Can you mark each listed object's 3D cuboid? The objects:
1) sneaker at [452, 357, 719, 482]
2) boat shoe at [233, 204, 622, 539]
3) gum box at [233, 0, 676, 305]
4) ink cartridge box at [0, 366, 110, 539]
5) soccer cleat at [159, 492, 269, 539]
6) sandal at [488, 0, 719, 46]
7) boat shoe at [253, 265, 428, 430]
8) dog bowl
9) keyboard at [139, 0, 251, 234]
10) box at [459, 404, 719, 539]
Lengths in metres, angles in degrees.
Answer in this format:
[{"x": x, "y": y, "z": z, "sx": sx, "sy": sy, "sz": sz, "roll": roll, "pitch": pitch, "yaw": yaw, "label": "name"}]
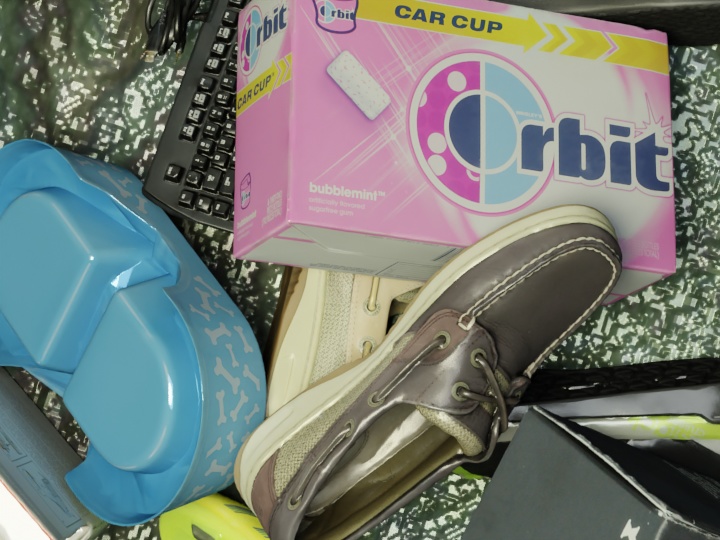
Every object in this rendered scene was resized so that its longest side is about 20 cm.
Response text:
[{"x": 0.098, "y": 0.091, "z": 1.276, "sx": 0.199, "sy": 0.072, "sz": 0.083, "roll": -3, "pitch": 103, "yaw": 10, "label": "sneaker"}, {"x": 0.036, "y": 0.053, "z": 1.185, "sx": 0.200, "sy": 0.065, "sz": 0.072, "roll": -37, "pitch": 133, "yaw": 7, "label": "boat shoe"}, {"x": 0.047, "y": -0.056, "z": 1.232, "sx": 0.199, "sy": 0.066, "sz": 0.114, "roll": 7, "pitch": 74, "yaw": -23, "label": "gum box"}, {"x": -0.196, "y": 0.053, "z": 1.246, "sx": 0.044, "sy": 0.174, "sz": 0.200, "roll": -41, "pitch": 88, "yaw": 4, "label": "ink cartridge box"}, {"x": -0.001, "y": 0.156, "z": 1.294, "sx": 0.200, "sy": 0.065, "sz": 0.084, "roll": 31, "pitch": 49, "yaw": 6, "label": "soccer cleat"}, {"x": 0.112, "y": -0.130, "z": 1.275, "sx": 0.199, "sy": 0.075, "sz": 0.045, "roll": 0, "pitch": 79, "yaw": 7, "label": "sandal"}, {"x": 0.000, "y": 0.000, "z": 1.272, "sx": 0.065, "sy": 0.072, "sz": 0.201, "roll": 16, "pitch": 72, "yaw": -5, "label": "boat shoe"}, {"x": -0.111, "y": 0.025, "z": 1.256, "sx": 0.200, "sy": 0.049, "sz": 0.112, "roll": 50, "pitch": 125, "yaw": 33, "label": "dog bowl"}, {"x": -0.051, "y": -0.117, "z": 1.265, "sx": 0.104, "sy": 0.040, "sz": 0.201, "roll": 13, "pitch": 70, "yaw": 14, "label": "keyboard"}, {"x": 0.128, "y": 0.194, "z": 1.201, "sx": 0.196, "sy": 0.124, "sz": 0.201, "roll": 23, "pitch": 98, "yaw": -33, "label": "box"}]
